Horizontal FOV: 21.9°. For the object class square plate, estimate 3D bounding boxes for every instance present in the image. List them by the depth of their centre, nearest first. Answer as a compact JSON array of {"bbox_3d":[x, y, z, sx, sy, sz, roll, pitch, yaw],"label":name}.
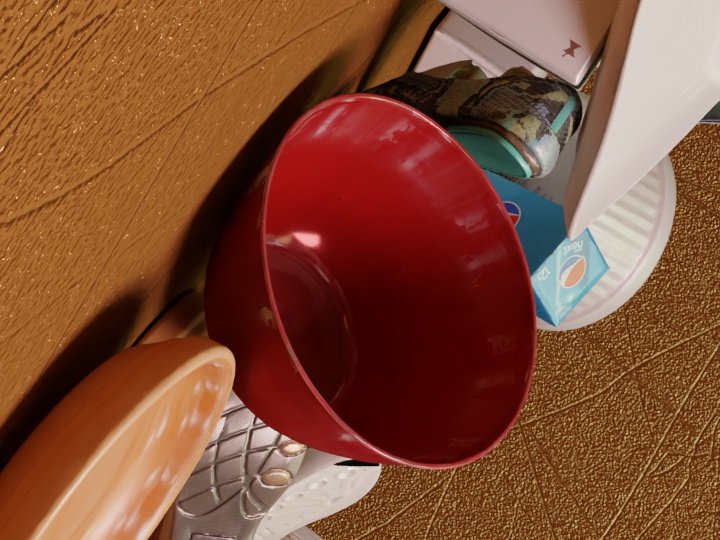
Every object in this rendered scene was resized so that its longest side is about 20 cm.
[{"bbox_3d":[0.189,-0.139,1.100,0.198,0.028,0.201,-41,156,-36],"label":"square plate"}]

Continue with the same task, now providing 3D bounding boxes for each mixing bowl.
[{"bbox_3d":[-0.010,0.019,0.996,0.108,0.201,0.200,-24,-159,43],"label":"mixing bowl"}]

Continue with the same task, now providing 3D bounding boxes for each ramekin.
[{"bbox_3d":[0.152,-0.060,1.550,0.105,0.200,0.201,26,101,-46],"label":"ramekin"}]

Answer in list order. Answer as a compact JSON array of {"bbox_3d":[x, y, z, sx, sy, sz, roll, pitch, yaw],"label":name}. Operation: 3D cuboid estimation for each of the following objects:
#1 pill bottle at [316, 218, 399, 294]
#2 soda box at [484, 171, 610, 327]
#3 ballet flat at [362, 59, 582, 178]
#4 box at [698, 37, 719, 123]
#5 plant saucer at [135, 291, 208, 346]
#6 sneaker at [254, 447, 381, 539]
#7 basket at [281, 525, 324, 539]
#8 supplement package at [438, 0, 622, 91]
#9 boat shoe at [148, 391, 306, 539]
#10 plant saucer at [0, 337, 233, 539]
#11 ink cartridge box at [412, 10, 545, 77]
[{"bbox_3d":[-0.018,-0.001,1.137,0.201,0.106,0.106,-58,176,30],"label":"pill bottle"},{"bbox_3d":[0.096,-0.033,1.459,0.068,0.199,0.064,-47,133,-13],"label":"soda box"},{"bbox_3d":[0.069,-0.096,1.141,0.074,0.074,0.200,-55,-148,-9],"label":"ballet flat"},{"bbox_3d":[0.235,-0.238,1.275,0.123,0.197,0.201,-3,131,-38],"label":"box"},{"bbox_3d":[-0.136,0.104,1.059,0.201,0.037,0.200,-56,177,-5],"label":"plant saucer"},{"bbox_3d":[-0.068,0.101,1.266,0.200,0.080,0.148,-37,-124,46],"label":"sneaker"},{"bbox_3d":[-0.115,0.258,1.483,0.136,0.199,0.123,-57,170,21],"label":"basket"},{"bbox_3d":[0.116,-0.189,1.133,0.118,0.116,0.200,-57,177,8],"label":"supplement package"},{"bbox_3d":[-0.089,0.123,1.115,0.201,0.075,0.072,-66,-153,16],"label":"boat shoe"},{"bbox_3d":[-0.133,0.110,0.881,0.201,0.037,0.200,-53,170,-13],"label":"plant saucer"},{"bbox_3d":[0.109,-0.174,1.437,0.200,0.084,0.146,-56,177,-38],"label":"ink cartridge box"}]
